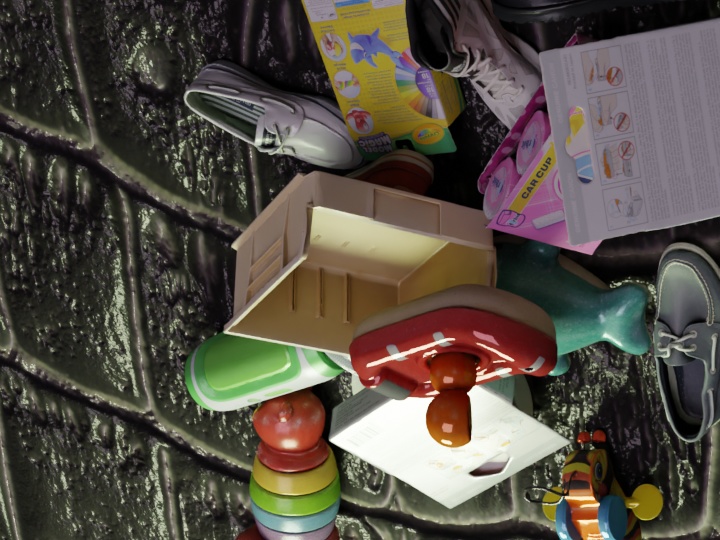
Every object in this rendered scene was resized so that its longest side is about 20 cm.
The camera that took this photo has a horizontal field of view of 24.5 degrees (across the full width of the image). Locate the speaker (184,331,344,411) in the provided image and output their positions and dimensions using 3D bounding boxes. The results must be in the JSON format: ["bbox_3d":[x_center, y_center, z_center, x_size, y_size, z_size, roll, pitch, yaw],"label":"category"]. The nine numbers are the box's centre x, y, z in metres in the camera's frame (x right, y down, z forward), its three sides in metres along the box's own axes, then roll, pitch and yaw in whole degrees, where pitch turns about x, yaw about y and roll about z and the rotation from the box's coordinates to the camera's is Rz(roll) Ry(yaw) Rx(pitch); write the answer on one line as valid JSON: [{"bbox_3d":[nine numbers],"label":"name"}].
[{"bbox_3d":[-0.100,0.095,1.813,0.199,0.089,0.089,-20,110,39],"label":"speaker"}]

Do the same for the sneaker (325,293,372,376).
[{"bbox_3d":[-0.027,0.028,1.713,0.200,0.071,0.073,46,126,-11],"label":"sneaker"}]

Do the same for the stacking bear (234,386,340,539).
[{"bbox_3d":[-0.078,0.224,1.879,0.113,0.121,0.202,13,119,25],"label":"stacking bear"}]

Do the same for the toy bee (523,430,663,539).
[{"bbox_3d":[0.246,0.225,1.699,0.129,0.110,0.201,7,149,17],"label":"toy bee"}]

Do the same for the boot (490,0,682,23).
[{"bbox_3d":[0.187,-0.301,1.374,0.198,0.077,0.170,-4,122,25],"label":"boot"}]

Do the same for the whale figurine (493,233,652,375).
[{"bbox_3d":[0.178,0.042,1.595,0.198,0.104,0.161,11,126,28],"label":"whale figurine"}]

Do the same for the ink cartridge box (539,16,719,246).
[{"bbox_3d":[0.239,-0.116,1.371,0.047,0.198,0.162,-174,73,-71],"label":"ink cartridge box"}]

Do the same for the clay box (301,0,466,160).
[{"bbox_3d":[0.023,-0.204,1.561,0.114,0.048,0.202,-2,121,34],"label":"clay box"}]

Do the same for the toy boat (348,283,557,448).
[{"bbox_3d":[0.086,0.097,1.511,0.199,0.132,0.130,-20,149,36],"label":"toy boat"}]

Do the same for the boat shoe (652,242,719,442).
[{"bbox_3d":[0.311,0.071,1.565,0.072,0.062,0.202,6,123,27],"label":"boat shoe"}]

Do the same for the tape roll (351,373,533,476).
[{"bbox_3d":[0.085,0.135,1.763,0.201,0.037,0.205,16,128,21],"label":"tape roll"}]

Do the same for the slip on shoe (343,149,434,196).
[{"bbox_3d":[0.004,-0.056,1.641,0.074,0.062,0.200,27,151,-21],"label":"slip on shoe"}]

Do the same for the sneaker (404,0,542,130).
[{"bbox_3d":[0.101,-0.178,1.486,0.075,0.115,0.201,-26,105,40],"label":"sneaker"}]

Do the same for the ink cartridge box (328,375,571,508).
[{"bbox_3d":[0.093,0.160,1.724,0.173,0.044,0.199,31,136,-25],"label":"ink cartridge box"}]

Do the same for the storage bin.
[{"bbox_3d":[0.000,0.000,1.571,0.198,0.095,0.198,12,153,-23],"label":"storage bin"}]

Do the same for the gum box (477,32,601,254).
[{"bbox_3d":[0.196,-0.105,1.478,0.112,0.067,0.201,13,135,-21],"label":"gum box"}]

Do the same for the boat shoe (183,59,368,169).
[{"bbox_3d":[-0.085,-0.142,1.655,0.198,0.067,0.074,22,130,16],"label":"boat shoe"}]
